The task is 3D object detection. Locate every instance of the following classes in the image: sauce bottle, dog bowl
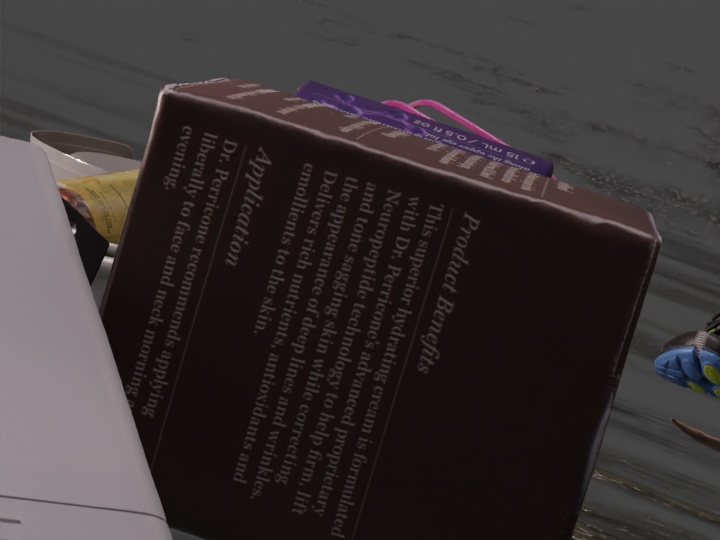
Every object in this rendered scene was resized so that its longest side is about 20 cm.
[{"bbox_3d":[-0.128,-0.028,1.349,0.066,0.066,0.200,21,16,28],"label":"sauce bottle"},{"bbox_3d":[-0.132,-0.038,1.534,0.200,0.059,0.200,17,8,-2],"label":"dog bowl"}]

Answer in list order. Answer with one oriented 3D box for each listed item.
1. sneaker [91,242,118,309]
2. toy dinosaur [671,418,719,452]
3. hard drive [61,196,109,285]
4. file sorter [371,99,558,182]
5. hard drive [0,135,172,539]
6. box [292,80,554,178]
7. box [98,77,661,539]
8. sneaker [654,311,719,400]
[{"bbox_3d":[-0.180,-0.010,1.163,0.200,0.071,0.073,17,7,-6],"label":"sneaker"},{"bbox_3d":[0.252,0.109,1.413,0.106,0.061,0.200,-6,-2,10],"label":"toy dinosaur"},{"bbox_3d":[-0.220,-0.046,0.961,0.140,0.038,0.200,-11,-44,40],"label":"hard drive"},{"bbox_3d":[0.015,-0.027,1.379,0.139,0.126,0.200,32,18,21],"label":"file sorter"},{"bbox_3d":[-0.147,0.022,0.794,0.132,0.027,0.200,12,40,-37],"label":"hard drive"},{"bbox_3d":[0.000,0.000,1.162,0.148,0.104,0.200,19,26,8],"label":"box"},{"bbox_3d":[0.002,0.028,0.931,0.200,0.166,0.164,18,7,3],"label":"box"},{"bbox_3d":[0.274,0.053,1.703,0.071,0.083,0.200,20,8,24],"label":"sneaker"}]
